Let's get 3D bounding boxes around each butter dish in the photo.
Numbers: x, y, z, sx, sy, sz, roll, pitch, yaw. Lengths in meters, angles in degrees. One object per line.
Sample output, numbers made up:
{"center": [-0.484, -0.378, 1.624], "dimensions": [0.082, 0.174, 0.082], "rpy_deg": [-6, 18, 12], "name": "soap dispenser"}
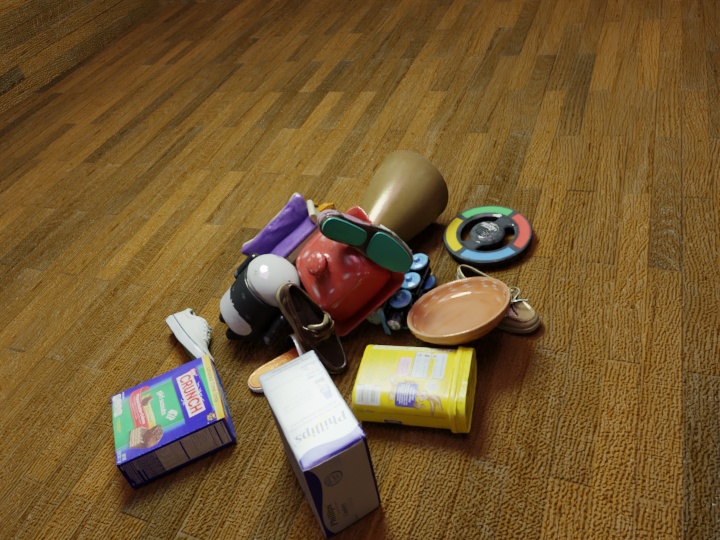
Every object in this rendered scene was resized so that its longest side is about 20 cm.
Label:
{"center": [-0.049, -0.005, 1.184], "dimensions": [0.199, 0.147, 0.202], "rpy_deg": [-41, 65, 19], "name": "butter dish"}

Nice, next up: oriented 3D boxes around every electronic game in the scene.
{"center": [0.283, -0.080, 1.370], "dimensions": [0.195, 0.042, 0.202], "rpy_deg": [-9, 40, 7], "name": "electronic game"}

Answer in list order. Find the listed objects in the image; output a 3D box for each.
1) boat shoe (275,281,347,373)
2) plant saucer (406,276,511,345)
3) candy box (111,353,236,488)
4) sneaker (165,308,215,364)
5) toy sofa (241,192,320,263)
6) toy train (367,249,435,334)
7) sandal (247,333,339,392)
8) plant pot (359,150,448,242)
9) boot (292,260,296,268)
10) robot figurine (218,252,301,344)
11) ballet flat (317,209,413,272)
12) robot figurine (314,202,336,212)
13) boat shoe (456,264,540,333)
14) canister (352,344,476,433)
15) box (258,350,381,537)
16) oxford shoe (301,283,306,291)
{"center": [-0.084, 0.107, 1.148], "dimensions": [0.072, 0.202, 0.072], "rpy_deg": [-35, 8, -24], "name": "boat shoe"}
{"center": [0.183, 0.078, 1.135], "dimensions": [0.196, 0.038, 0.201], "rpy_deg": [-19, 23, 8], "name": "plant saucer"}
{"center": [-0.344, 0.270, 1.125], "dimensions": [0.196, 0.078, 0.170], "rpy_deg": [-22, 40, -11], "name": "candy box"}
{"center": [-0.344, 0.135, 1.282], "dimensions": [0.070, 0.074, 0.199], "rpy_deg": [-36, 44, -17], "name": "sneaker"}
{"center": [-0.164, -0.061, 1.320], "dimensions": [0.199, 0.097, 0.083], "rpy_deg": [-42, 27, 12], "name": "toy sofa"}
{"center": [0.079, 0.041, 1.264], "dimensions": [0.112, 0.088, 0.202], "rpy_deg": [1, 44, 31], "name": "toy train"}
{"center": [-0.130, 0.164, 1.197], "dimensions": [0.204, 0.060, 0.079], "rpy_deg": [-30, 43, -19], "name": "sandal"}
{"center": [0.075, -0.134, 1.382], "dimensions": [0.183, 0.189, 0.201], "rpy_deg": [15, 49, 30], "name": "plant pot"}
{"center": [-0.077, -0.034, 1.365], "dimensions": [0.196, 0.077, 0.073], "rpy_deg": [2, 22, 32], "name": "boot"}
{"center": [-0.204, 0.058, 1.242], "dimensions": [0.200, 0.150, 0.125], "rpy_deg": [-46, 9, 28], "name": "robot figurine"}
{"center": [0.011, -0.064, 1.126], "dimensions": [0.197, 0.070, 0.072], "rpy_deg": [23, 27, -18], "name": "ballet flat"}
{"center": [-0.153, -0.101, 1.496], "dimensions": [0.199, 0.059, 0.144], "rpy_deg": [-41, 31, -28], "name": "robot figurine"}
{"center": [0.263, 0.056, 1.203], "dimensions": [0.073, 0.064, 0.198], "rpy_deg": [-37, 46, -26], "name": "boat shoe"}
{"center": [0.096, 0.200, 1.071], "dimensions": [0.195, 0.088, 0.150], "rpy_deg": [1, 42, 19], "name": "canister"}
{"center": [-0.064, 0.268, 0.963], "dimensions": [0.103, 0.187, 0.200], "rpy_deg": [-23, 41, -15], "name": "box"}
{"center": [-0.141, 0.037, 1.334], "dimensions": [0.070, 0.073, 0.200], "rpy_deg": [-31, 42, -16], "name": "oxford shoe"}
